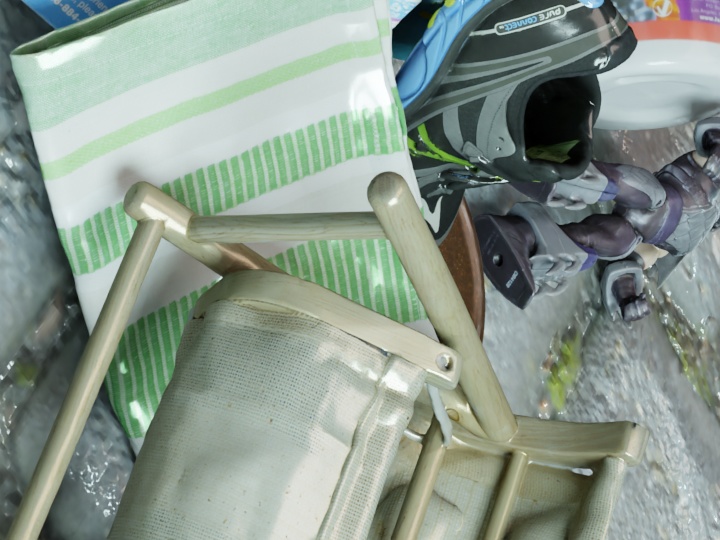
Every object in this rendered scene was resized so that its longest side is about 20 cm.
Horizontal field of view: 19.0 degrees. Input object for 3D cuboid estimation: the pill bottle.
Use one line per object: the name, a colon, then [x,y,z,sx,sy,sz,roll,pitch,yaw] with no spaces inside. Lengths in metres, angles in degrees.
pill bottle: [0.149,-0.186,1.158,0.111,0.111,0.202,15,68,-50]

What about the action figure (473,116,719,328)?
action figure: [0.144,-0.028,1.121,0.199,0.069,0.131,-3,124,-42]

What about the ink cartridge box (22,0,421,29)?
ink cartridge box: [-0.035,-0.159,0.829,0.144,0.200,0.085,40,9,-39]

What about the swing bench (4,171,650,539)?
swing bench: [-0.015,0.102,0.771,0.200,0.129,0.200,45,57,-42]

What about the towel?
towel: [-0.041,-0.022,0.830,0.152,0.023,0.201,-24,126,-20]

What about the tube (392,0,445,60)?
tube: [0.039,-0.131,0.941,0.050,0.200,0.078,35,83,-6]

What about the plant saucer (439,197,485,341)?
plant saucer: [0.000,0.000,0.973,0.200,0.034,0.202,18,67,-49]

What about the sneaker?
sneaker: [0.050,-0.056,0.883,0.083,0.200,0.071,45,55,7]
